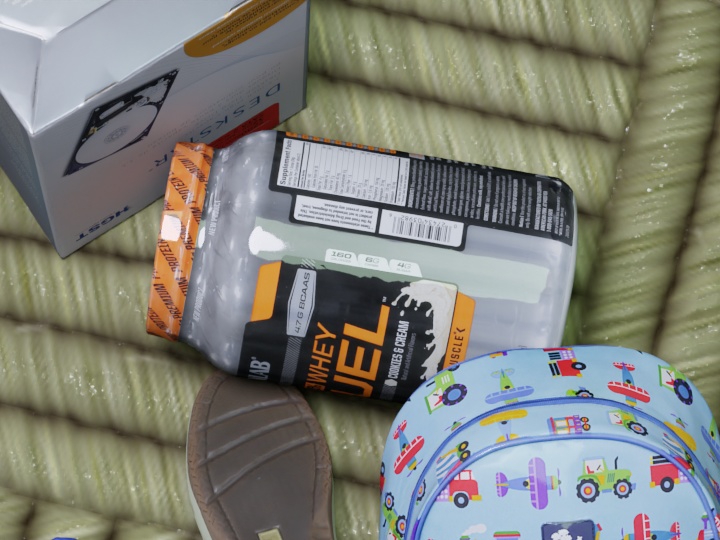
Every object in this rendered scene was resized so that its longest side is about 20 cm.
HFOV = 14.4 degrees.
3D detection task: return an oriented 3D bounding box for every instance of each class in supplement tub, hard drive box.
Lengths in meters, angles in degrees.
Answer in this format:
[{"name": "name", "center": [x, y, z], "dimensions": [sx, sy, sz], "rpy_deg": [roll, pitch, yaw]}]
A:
[{"name": "supplement tub", "center": [0.000, 0.000, 1.387], "dimensions": [0.199, 0.123, 0.123], "rpy_deg": [9, 74, -1]}, {"name": "hard drive box", "center": [-0.107, -0.103, 1.375], "dimensions": [0.155, 0.200, 0.077], "rpy_deg": [-33, 78, -9]}]

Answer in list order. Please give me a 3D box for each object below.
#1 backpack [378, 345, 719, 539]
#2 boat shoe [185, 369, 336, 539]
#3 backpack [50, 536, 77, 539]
[{"name": "backpack", "center": [0.095, 0.142, 1.314], "dimensions": [0.181, 0.135, 0.201], "rpy_deg": [-2, 107, -2]}, {"name": "boat shoe", "center": [-0.043, 0.140, 1.378], "dimensions": [0.071, 0.076, 0.201], "rpy_deg": [-8, 52, -7]}, {"name": "backpack", "center": [-0.123, 0.220, 1.289], "dimensions": [0.167, 0.200, 0.163], "rpy_deg": [-18, 73, -17]}]
